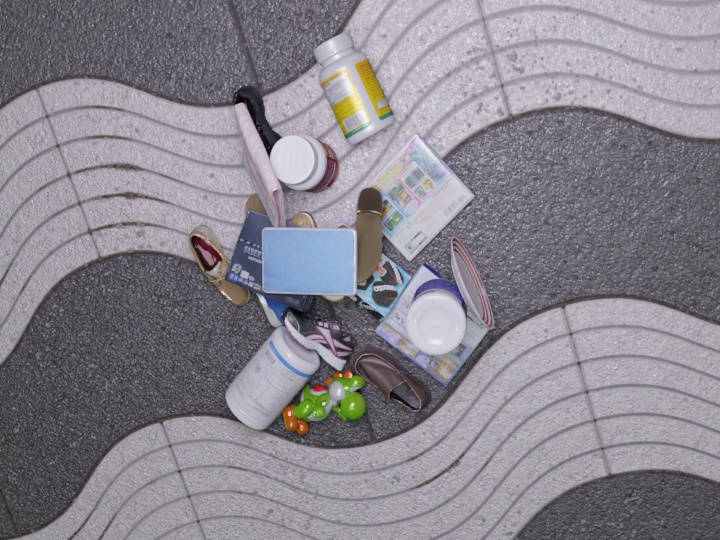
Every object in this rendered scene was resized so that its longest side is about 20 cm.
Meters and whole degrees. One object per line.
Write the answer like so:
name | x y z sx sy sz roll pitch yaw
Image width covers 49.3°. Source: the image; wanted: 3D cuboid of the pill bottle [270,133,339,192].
pill bottle | -0.113 -0.216 1.587 0.107 0.200 0.113 0 93 10

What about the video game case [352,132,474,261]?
video game case | 0.112 -0.154 1.664 0.182 0.024 0.200 45 106 -2

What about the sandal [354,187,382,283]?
sandal | 0.007 -0.061 1.631 0.076 0.070 0.217 10 67 -2

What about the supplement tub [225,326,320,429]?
supplement tub | -0.194 0.237 1.743 0.131 0.132 0.201 40 106 -2

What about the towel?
towel | -0.198 -0.196 1.549 0.032 0.192 0.203 -22 69 -12

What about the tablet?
tablet | -0.102 -0.018 1.560 0.195 0.014 0.134 1 96 12

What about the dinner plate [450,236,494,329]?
dinner plate | 0.221 0.028 1.595 0.024 0.200 0.204 -23 98 16

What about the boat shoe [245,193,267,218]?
boat shoe | -0.185 -0.073 1.705 0.071 0.065 0.202 -36 75 12

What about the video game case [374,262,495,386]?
video game case | 0.161 0.117 1.703 0.198 0.045 0.183 37 104 0

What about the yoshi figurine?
yoshi figurine | -0.067 0.312 1.758 0.197 0.113 0.113 -30 112 12

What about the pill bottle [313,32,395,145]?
pill bottle | -0.017 -0.369 1.591 0.111 0.113 0.203 -25 98 13

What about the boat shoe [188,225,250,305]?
boat shoe | -0.319 -0.003 1.742 0.073 0.066 0.202 -35 95 15

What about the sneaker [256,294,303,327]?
sneaker | -0.186 0.019 1.719 0.109 0.077 0.203 -25 102 19

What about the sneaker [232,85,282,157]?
sneaker | -0.216 -0.288 1.652 0.075 0.091 0.203 -28 98 13

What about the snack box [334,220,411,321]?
snack box | 0.000 0.000 1.673 0.199 0.037 0.117 38 62 -1

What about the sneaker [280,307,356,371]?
sneaker | -0.089 0.131 1.720 0.087 0.080 0.199 -49 124 2

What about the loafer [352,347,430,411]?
loafer | 0.069 0.241 1.732 0.197 0.071 0.074 31 105 1

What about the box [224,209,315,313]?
box | -0.169 -0.020 1.629 0.196 0.051 0.161 21 88 21

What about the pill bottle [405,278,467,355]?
pill bottle | 0.155 0.083 1.570 0.116 0.200 0.123 2 102 8

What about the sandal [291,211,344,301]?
sandal | -0.100 -0.021 1.702 0.076 0.070 0.216 -21 98 13
